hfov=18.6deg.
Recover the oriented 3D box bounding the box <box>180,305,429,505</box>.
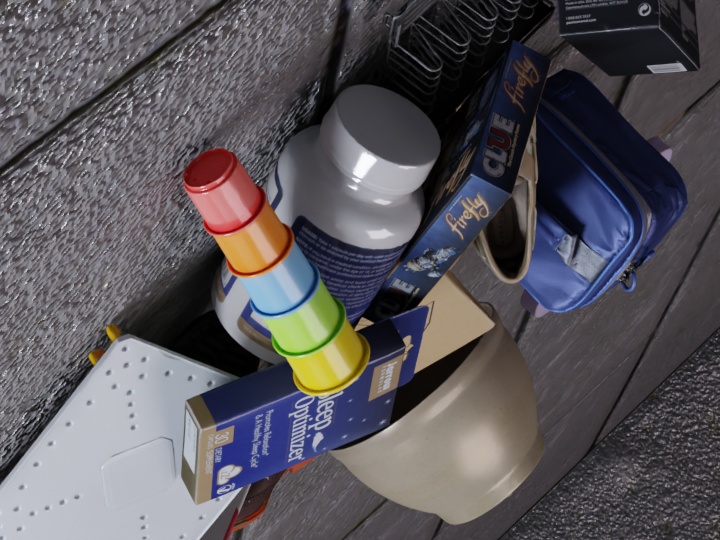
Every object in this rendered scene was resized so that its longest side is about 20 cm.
[{"bbox_3d":[-0.036,0.099,1.618,0.199,0.032,0.121,-23,153,-19],"label":"box"}]

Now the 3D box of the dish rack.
[{"bbox_3d":[0.077,-0.181,1.560,0.153,0.055,0.200,-45,171,-12],"label":"dish rack"}]

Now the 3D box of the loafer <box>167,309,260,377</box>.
[{"bbox_3d":[-0.146,0.105,1.702,0.200,0.073,0.071,-55,-161,17],"label":"loafer"}]

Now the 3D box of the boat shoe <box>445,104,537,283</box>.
[{"bbox_3d":[0.107,-0.086,1.714,0.072,0.065,0.201,-9,118,-1],"label":"boat shoe"}]

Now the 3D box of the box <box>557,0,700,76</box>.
[{"bbox_3d":[0.196,-0.227,1.608,0.200,0.078,0.142,14,75,-73],"label":"box"}]

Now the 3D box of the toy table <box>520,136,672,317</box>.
[{"bbox_3d":[0.184,-0.071,2.046,0.200,0.117,0.184,-49,165,5],"label":"toy table"}]

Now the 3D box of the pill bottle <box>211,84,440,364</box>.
[{"bbox_3d":[-0.022,-0.033,1.575,0.111,0.111,0.200,-29,157,-49],"label":"pill bottle"}]

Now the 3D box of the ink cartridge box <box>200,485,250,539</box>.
[{"bbox_3d":[-0.174,0.246,1.838,0.200,0.083,0.146,-58,-173,37],"label":"ink cartridge box"}]

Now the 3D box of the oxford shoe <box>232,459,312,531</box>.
[{"bbox_3d":[-0.096,0.166,1.993,0.200,0.071,0.073,-44,159,-46],"label":"oxford shoe"}]

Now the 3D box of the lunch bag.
[{"bbox_3d":[0.171,-0.061,1.868,0.132,0.200,0.136,-24,155,-51],"label":"lunch bag"}]

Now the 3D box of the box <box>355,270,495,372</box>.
[{"bbox_3d":[0.006,0.043,1.811,0.163,0.021,0.200,-29,148,10],"label":"box"}]

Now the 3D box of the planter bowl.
[{"bbox_3d":[0.083,0.145,2.006,0.200,0.135,0.200,-37,-167,10],"label":"planter bowl"}]

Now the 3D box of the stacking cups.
[{"bbox_3d":[-0.057,-0.003,1.491,0.060,0.060,0.200,-42,129,-17],"label":"stacking cups"}]

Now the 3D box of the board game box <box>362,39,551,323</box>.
[{"bbox_3d":[0.067,-0.059,1.611,0.200,0.034,0.136,-52,-165,50],"label":"board game box"}]

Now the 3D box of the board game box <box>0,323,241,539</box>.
[{"bbox_3d":[-0.169,0.143,1.628,0.200,0.026,0.200,25,110,-47],"label":"board game box"}]

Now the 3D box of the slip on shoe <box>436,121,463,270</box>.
[{"bbox_3d":[0.082,-0.075,1.807,0.060,0.076,0.201,-15,133,-47],"label":"slip on shoe"}]
